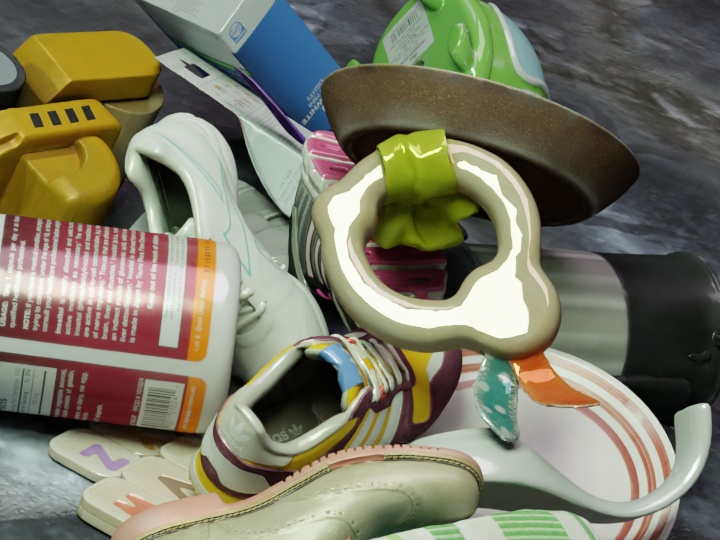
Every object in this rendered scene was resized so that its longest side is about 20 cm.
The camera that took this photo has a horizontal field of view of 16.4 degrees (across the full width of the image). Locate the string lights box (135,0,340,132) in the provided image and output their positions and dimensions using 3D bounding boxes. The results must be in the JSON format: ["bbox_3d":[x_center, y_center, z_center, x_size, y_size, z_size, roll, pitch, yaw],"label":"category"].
[{"bbox_3d":[-0.075,-0.156,1.848,0.103,0.059,0.200,28,-13,38],"label":"string lights box"}]

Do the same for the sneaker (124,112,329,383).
[{"bbox_3d":[-0.088,0.000,1.530,0.201,0.070,0.080,60,21,2],"label":"sneaker"}]

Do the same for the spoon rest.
[{"bbox_3d":[0.102,0.115,1.388,0.199,0.061,0.099,-7,-11,-16],"label":"spoon rest"}]

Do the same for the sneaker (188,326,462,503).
[{"bbox_3d":[-0.005,0.068,1.403,0.075,0.090,0.200,46,51,13],"label":"sneaker"}]

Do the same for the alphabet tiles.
[{"bbox_3d":[-0.070,0.123,1.432,0.195,0.015,0.200,26,25,20],"label":"alphabet tiles"}]

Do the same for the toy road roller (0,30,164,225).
[{"bbox_3d":[-0.199,-0.066,1.643,0.200,0.123,0.146,-12,51,-47],"label":"toy road roller"}]

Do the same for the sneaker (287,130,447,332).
[{"bbox_3d":[0.000,0.000,1.578,0.073,0.088,0.200,1,37,-20],"label":"sneaker"}]

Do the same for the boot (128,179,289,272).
[{"bbox_3d":[-0.089,-0.002,1.625,0.095,0.074,0.200,29,29,14],"label":"boot"}]

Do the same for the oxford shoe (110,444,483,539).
[{"bbox_3d":[-0.027,0.148,1.295,0.199,0.071,0.074,-17,42,-3],"label":"oxford shoe"}]

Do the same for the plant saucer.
[{"bbox_3d":[0.067,-0.069,1.509,0.200,0.035,0.200,16,-14,4],"label":"plant saucer"}]

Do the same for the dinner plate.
[{"bbox_3d":[0.086,0.119,1.457,0.199,0.024,0.201,3,44,-3],"label":"dinner plate"}]

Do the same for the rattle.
[{"bbox_3d":[0.059,0.029,1.430,0.130,0.143,0.200,-33,71,-28],"label":"rattle"}]

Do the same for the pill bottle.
[{"bbox_3d":[-0.174,0.027,1.440,0.199,0.113,0.113,8,24,-8],"label":"pill bottle"}]

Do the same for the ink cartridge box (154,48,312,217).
[{"bbox_3d":[-0.058,-0.079,1.736,0.200,0.057,0.163,29,8,-1],"label":"ink cartridge box"}]

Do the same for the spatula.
[{"bbox_3d":[-0.004,-0.074,1.676,0.200,0.021,0.057,32,3,-21],"label":"spatula"}]

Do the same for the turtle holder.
[{"bbox_3d":[0.089,-0.138,1.964,0.131,0.141,0.185,21,8,-36],"label":"turtle holder"}]

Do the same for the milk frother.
[{"bbox_3d":[0.155,0.021,1.578,0.188,0.201,0.181,3,31,-28],"label":"milk frother"}]

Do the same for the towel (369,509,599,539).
[{"bbox_3d":[0.080,0.195,1.273,0.200,0.023,0.153,-6,60,-47],"label":"towel"}]
